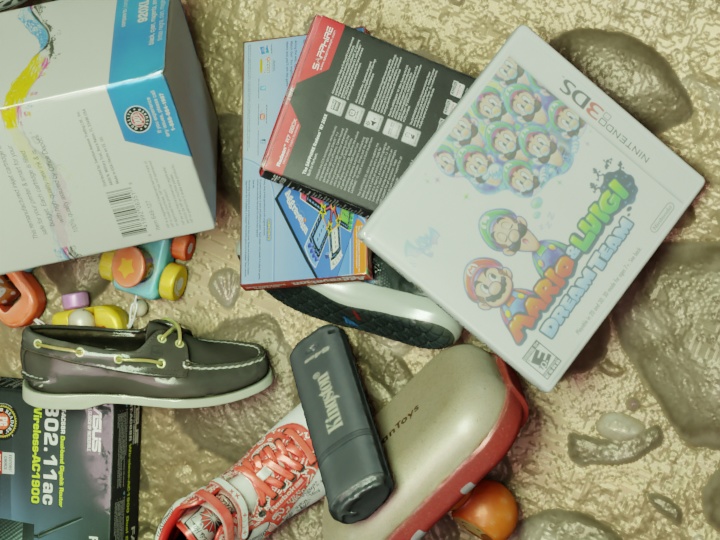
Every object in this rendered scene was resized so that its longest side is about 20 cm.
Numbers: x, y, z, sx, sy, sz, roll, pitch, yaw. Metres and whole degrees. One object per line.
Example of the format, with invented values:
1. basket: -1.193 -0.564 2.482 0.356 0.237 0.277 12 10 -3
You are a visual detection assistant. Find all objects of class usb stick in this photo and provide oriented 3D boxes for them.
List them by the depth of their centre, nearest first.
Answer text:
1. usb stick: -0.016 0.113 1.479 0.055 0.201 0.033 -40 123 15

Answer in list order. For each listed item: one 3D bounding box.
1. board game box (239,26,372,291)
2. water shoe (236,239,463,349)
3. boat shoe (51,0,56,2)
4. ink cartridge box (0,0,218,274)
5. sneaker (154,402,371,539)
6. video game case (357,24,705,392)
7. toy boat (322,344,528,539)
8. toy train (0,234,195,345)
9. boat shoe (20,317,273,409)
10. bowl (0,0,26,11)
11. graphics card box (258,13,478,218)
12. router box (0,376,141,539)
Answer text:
1. board game box: -0.042 -0.087 1.513 0.102 0.019 0.202 -5 72 16
2. water shoe: 0.000 0.000 1.528 0.198 0.072 0.079 19 68 21
3. boat shoe: -0.245 -0.169 1.587 0.071 0.066 0.202 34 104 10
4. ink cartridge box: -0.221 -0.109 1.496 0.198 0.145 0.148 -11 128 6
5. sneaker: -0.077 0.170 1.532 0.201 0.108 0.067 -43 80 16
6. video game case: 0.126 -0.045 1.432 0.182 0.024 0.201 39 81 -6
7. toy boat: 0.066 0.164 1.492 0.130 0.131 0.200 40 105 -19
8. toy train: -0.233 0.000 1.601 0.199 0.056 0.151 -37 82 17
9. boat shoe: -0.169 0.070 1.549 0.199 0.072 0.061 -3 109 -4
10. bowl: -0.272 -0.277 1.559 0.200 0.094 0.202 -34 41 36
11. graphics card box: 0.036 -0.094 1.460 0.198 0.051 0.127 20 83 -4
12. router box: -0.261 0.192 1.618 0.148 0.062 0.202 3 95 17
